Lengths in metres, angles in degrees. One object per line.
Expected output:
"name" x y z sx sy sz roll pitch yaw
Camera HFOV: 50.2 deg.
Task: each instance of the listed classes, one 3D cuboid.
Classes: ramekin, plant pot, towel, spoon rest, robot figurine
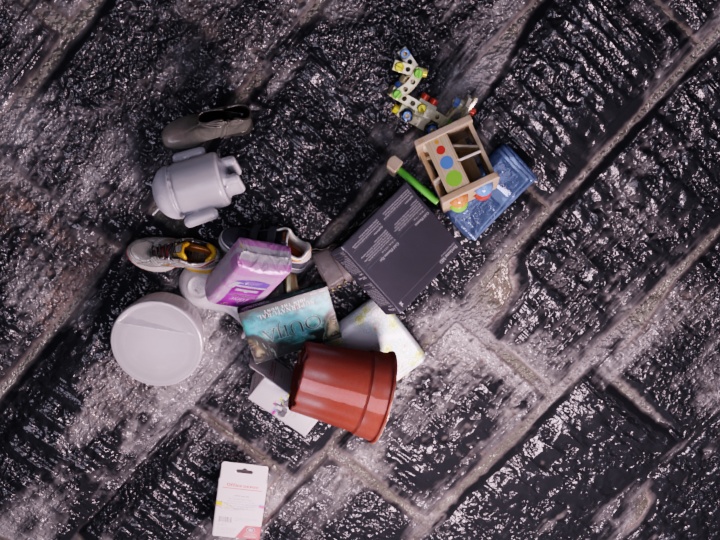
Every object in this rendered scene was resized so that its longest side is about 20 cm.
"ramekin" -0.432 0.140 1.670 0.200 0.094 0.205 0 113 0
"plant pot" -0.044 0.245 1.631 0.193 0.201 0.203 16 106 -9
"towel" 0.033 0.175 1.748 0.171 0.048 0.201 -37 106 5
"spoon rest" -0.314 0.065 1.691 0.200 0.061 0.099 43 99 -1
"robot figurine" -0.340 -0.172 1.578 0.198 0.113 0.171 -15 68 1
"towel" 0.273 -0.168 1.657 0.200 0.049 0.112 -44 104 10

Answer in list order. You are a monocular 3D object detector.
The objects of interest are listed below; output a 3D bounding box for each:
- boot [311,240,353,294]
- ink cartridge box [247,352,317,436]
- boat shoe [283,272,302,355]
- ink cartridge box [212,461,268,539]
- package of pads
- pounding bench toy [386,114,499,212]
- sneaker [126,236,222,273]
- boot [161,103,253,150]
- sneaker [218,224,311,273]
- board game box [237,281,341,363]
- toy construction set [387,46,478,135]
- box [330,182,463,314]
"boot" 0.000 0.000 1.684 0.173 0.069 0.201 -32 96 7
"ink cartridge box" -0.183 0.268 1.724 0.199 0.115 0.068 37 102 -13
"boat shoe" -0.128 0.093 1.699 0.062 0.073 0.203 -13 110 -7
"ink cartridge box" -0.282 0.530 1.822 0.115 0.068 0.202 8 108 -7
"package of pads" -0.235 0.008 1.592 0.119 0.077 0.200 12 150 -27
"pounding bench toy" 0.167 -0.191 1.575 0.198 0.124 0.157 -24 83 5
"sneaker" -0.392 -0.042 1.622 0.197 0.082 0.079 1 74 -8
"boot" -0.311 -0.295 1.529 0.197 0.131 0.069 -13 90 -2
"sneaker" -0.198 -0.061 1.632 0.198 0.079 0.080 16 142 -16
"board game box" -0.150 0.113 1.650 0.198 0.028 0.137 -17 118 -2
"toy construction set" 0.138 -0.353 1.575 0.199 0.092 0.132 30 103 -1
"box" 0.074 -0.042 1.589 0.200 0.104 0.182 -44 96 -15
